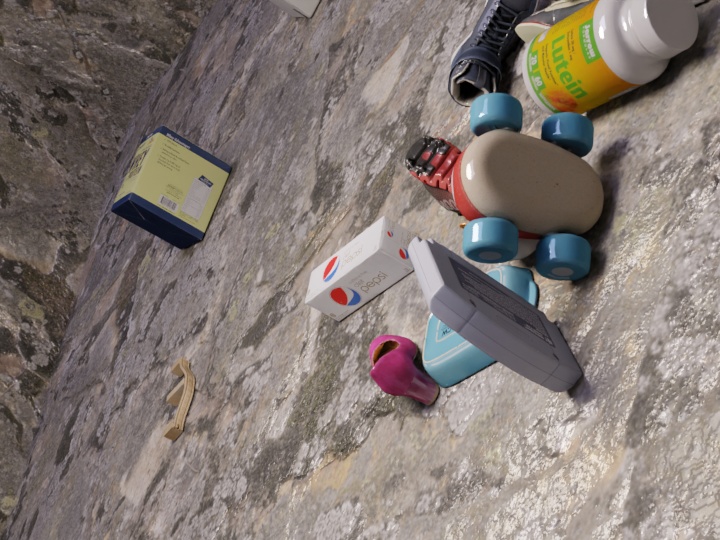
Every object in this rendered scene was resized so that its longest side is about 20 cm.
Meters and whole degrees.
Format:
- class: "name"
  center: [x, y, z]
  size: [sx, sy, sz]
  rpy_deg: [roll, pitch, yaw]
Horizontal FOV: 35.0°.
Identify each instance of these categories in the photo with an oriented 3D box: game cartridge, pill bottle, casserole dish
- class: "game cartridge"
  center: [0.139, 0.049, 1.188]
  size: [0.041, 0.199, 0.133]
  rpy_deg: [-51, 25, 15]
- class: "pill bottle"
  center: [0.290, -0.259, 1.326]
  size: [0.199, 0.110, 0.112]
  rpy_deg: [-22, 45, 57]
- class: "casserole dish"
  center: [0.136, 0.063, 1.388]
  size: [0.200, 0.039, 0.122]
  rpy_deg: [-37, 33, 47]

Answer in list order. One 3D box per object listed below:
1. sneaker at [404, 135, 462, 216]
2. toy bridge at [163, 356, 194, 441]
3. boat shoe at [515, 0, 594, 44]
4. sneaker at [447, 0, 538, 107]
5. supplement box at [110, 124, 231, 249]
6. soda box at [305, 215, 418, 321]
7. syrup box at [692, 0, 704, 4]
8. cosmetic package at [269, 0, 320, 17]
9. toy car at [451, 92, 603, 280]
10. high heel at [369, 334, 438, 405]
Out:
- class: "sneaker"
  center: [0.146, -0.109, 1.518]
  size: [0.071, 0.098, 0.200]
  rpy_deg: [-50, 46, -4]
- class: "toy bridge"
  center: [-0.349, 0.237, 2.224]
  size: [0.067, 0.027, 0.201]
  rpy_deg: [-46, 28, 28]
- class: "boat shoe"
  center: [0.275, -0.324, 1.481]
  size: [0.063, 0.071, 0.200]
  rpy_deg: [-62, 25, -8]
- class: "sneaker"
  center: [0.191, -0.324, 1.630]
  size: [0.203, 0.076, 0.147]
  rpy_deg: [-58, 10, 35]
- class: "supplement box"
  center: [-0.442, -0.192, 2.669]
  size: [0.134, 0.199, 0.201]
  rpy_deg: [-17, 48, 57]
- class: "soda box"
  center: [0.000, 0.000, 1.701]
  size: [0.200, 0.068, 0.064]
  rpy_deg: [-36, 34, 45]
- class: "syrup box"
  center: [0.310, -0.380, 1.304]
  size: [0.079, 0.199, 0.082]
  rpy_deg: [-9, 54, 62]
- class: "cosmetic package"
  center: [-0.158, -0.732, 2.717]
  size: [0.201, 0.164, 0.165]
  rpy_deg: [-60, 23, 2]
- class: "toy car"
  center: [0.166, -0.071, 1.332]
  size: [0.200, 0.175, 0.186]
  rpy_deg: [137, 142, -63]
- class: "high heel"
  center: [0.027, 0.115, 1.483]
  size: [0.068, 0.095, 0.200]
  rpy_deg: [-57, 24, 10]
